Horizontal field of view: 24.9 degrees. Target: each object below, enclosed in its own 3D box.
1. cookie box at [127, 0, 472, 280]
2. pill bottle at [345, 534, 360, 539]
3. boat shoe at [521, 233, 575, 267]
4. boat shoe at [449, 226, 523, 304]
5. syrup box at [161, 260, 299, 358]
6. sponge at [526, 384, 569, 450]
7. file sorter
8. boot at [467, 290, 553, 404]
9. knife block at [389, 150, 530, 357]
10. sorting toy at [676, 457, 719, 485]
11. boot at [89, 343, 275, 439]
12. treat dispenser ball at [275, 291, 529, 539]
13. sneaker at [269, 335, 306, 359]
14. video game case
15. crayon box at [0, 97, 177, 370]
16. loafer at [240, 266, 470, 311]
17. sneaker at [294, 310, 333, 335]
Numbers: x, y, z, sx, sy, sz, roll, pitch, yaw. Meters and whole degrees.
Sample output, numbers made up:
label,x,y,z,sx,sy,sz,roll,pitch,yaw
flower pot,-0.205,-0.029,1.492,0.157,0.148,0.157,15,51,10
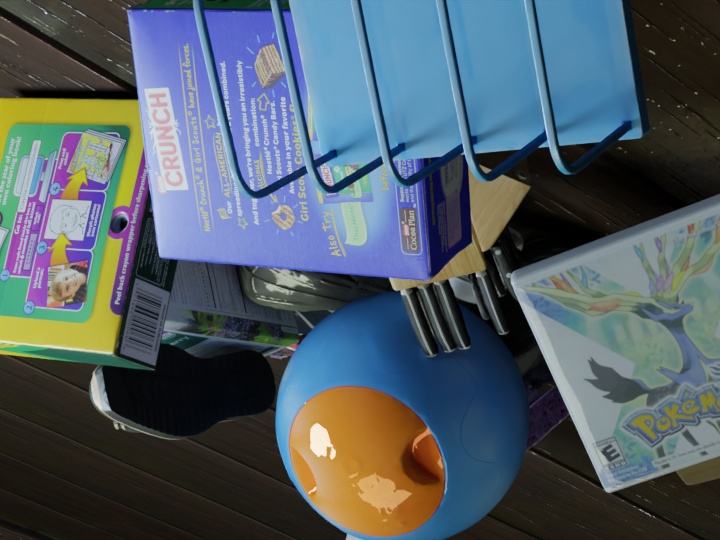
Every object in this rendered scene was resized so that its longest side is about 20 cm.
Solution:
label,x,y,z,sx,sy,sz,roll,pitch,yaw
cookie box,-0.038,-0.091,1.028,0.200,0.075,0.171,5,112,26
pill bottle,0.054,0.192,1.632,0.119,0.200,0.120,14,160,5
boat shoe,0.208,0.028,1.274,0.200,0.075,0.062,29,-174,-12
boat shoe,0.029,-0.046,1.240,0.200,0.072,0.066,30,126,7
syrup box,-0.147,0.027,1.365,0.079,0.082,0.200,-24,161,30
sponge,0.150,0.141,1.450,0.030,0.200,0.112,50,152,7
file sorter,0.031,-0.116,0.864,0.200,0.123,0.139,-3,108,29
boot,0.147,0.055,1.403,0.132,0.070,0.200,-2,150,-42
knife block,0.035,-0.031,1.151,0.200,0.064,0.176,22,123,-16
sorting toy,0.324,0.089,1.254,0.200,0.070,0.199,-18,156,14
boot,-0.183,0.113,1.356,0.138,0.078,0.200,-16,165,33
treat dispenser ball,0.033,0.116,1.288,0.201,0.201,0.201,14,159,6
sneaker,-0.099,0.047,1.549,0.200,0.081,0.075,18,161,-5
video game case,0.231,0.047,1.131,0.200,0.022,0.182,-21,108,15
crayon box,-0.222,-0.031,1.265,0.172,0.200,0.058,4,167,31
loafer,0.000,0.000,1.361,0.200,0.070,0.070,3,135,-8
sneaker,-0.004,0.050,1.493,0.108,0.070,0.200,-13,138,44
